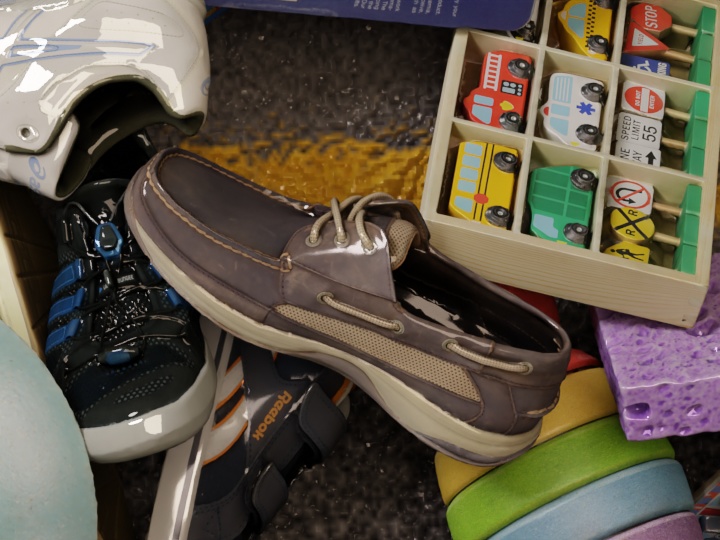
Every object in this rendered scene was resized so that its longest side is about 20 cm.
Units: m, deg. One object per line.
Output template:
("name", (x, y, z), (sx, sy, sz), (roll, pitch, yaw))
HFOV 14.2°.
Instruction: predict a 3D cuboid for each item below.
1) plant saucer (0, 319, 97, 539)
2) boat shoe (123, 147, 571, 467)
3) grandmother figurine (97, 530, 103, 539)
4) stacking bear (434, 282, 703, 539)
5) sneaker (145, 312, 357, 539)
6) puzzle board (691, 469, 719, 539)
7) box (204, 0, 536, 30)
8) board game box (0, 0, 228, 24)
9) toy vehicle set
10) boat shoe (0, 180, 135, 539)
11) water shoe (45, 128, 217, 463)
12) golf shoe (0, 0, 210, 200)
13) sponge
("plant saucer", (-0.205, 0.099, 1.148), (0.200, 0.039, 0.202), (2, 99, 13))
("boat shoe", (0.000, 0.000, 1.183), (0.199, 0.073, 0.075), (30, 33, -9))
("grandmother figurine", (-0.207, 0.132, 1.202), (0.199, 0.061, 0.122), (-24, 61, 9))
("stacking bear", (0.077, 0.082, 1.271), (0.113, 0.121, 0.201), (-18, 75, -29))
("sneaker", (-0.044, 0.068, 1.262), (0.079, 0.078, 0.201), (15, 76, -2))
("puzzle board", (0.249, 0.106, 1.273), (0.199, 0.151, 0.017), (5, 70, -10))
("box", (-0.012, -0.167, 1.243), (0.199, 0.032, 0.122), (5, 123, -13))
("board game box", (-0.136, -0.187, 1.301), (0.200, 0.056, 0.196), (-35, 88, -14))
("toy vehicle set", (0.096, -0.064, 1.275), (0.124, 0.027, 0.200), (13, 43, -2))
("boat shoe", (-0.153, 0.050, 1.252), (0.063, 0.073, 0.202), (-17, 90, 12))
("water shoe", (-0.106, 0.005, 1.207), (0.071, 0.200, 0.079), (-17, 120, 2))
("golf shoe", (-0.156, -0.069, 1.195), (0.199, 0.078, 0.098), (-21, 65, 7))
("sponge", (0.202, 0.023, 1.233), (0.199, 0.112, 0.030), (-7, 117, 0))
